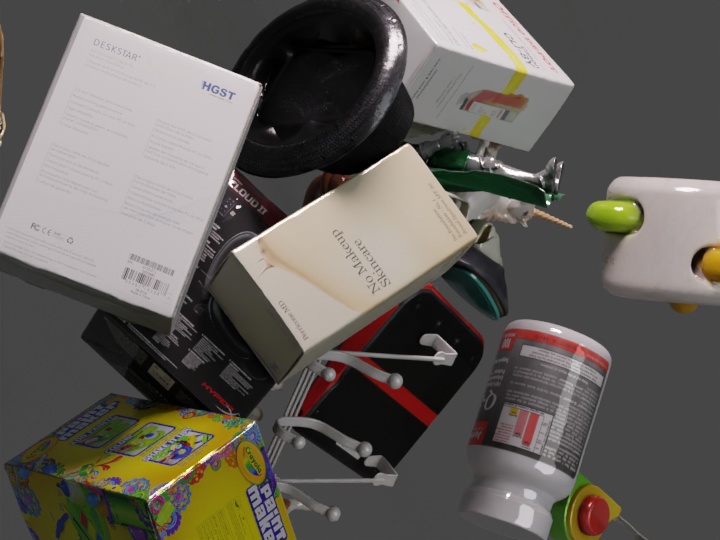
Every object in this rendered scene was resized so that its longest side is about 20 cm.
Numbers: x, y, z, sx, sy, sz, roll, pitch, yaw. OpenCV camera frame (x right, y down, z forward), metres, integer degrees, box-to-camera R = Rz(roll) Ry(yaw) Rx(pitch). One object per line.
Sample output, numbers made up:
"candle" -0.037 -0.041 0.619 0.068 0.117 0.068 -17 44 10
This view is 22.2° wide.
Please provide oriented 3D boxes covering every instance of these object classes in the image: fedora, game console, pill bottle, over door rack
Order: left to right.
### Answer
"fedora" -0.025 -0.139 1.548 0.091 0.199 0.202 40 66 -41
"over door rack" 0.002 0.135 1.576 0.199 0.066 0.149 -3 124 -53
"game console" 0.028 0.099 1.673 0.177 0.031 0.200 -50 148 -1
"pill bottle" 0.170 0.161 1.830 0.116 0.115 0.202 32 71 -42

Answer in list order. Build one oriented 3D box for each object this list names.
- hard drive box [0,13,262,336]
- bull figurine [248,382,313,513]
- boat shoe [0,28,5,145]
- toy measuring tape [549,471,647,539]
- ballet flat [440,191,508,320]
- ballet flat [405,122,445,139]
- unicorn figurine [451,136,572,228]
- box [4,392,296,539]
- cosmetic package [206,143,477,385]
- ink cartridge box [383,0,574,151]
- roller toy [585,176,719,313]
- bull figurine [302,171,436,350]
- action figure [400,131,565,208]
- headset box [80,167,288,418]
"hard drive box" -0.182 -0.073 1.426 0.154 0.077 0.202 21 76 -2
"bull figurine" -0.107 0.187 1.590 0.121 0.065 0.202 -28 115 -45
"boat shoe" -0.302 -0.105 1.359 0.075 0.073 0.203 -1 94 -45
"toy measuring tape" 0.248 0.276 1.953 0.200 0.073 0.074 43 64 -38
"ballet flat" 0.088 -0.026 1.657 0.200 0.073 0.074 40 66 -42
"ballet flat" 0.018 -0.153 1.701 0.199 0.067 0.063 15 113 -42
"unicorn figurine" 0.111 -0.073 1.780 0.199 0.074 0.138 -26 142 -22
"box" -0.154 0.223 1.454 0.122 0.191 0.202 -34 117 -37
"cosmetic package" -0.013 -0.007 1.488 0.199 0.073 0.104 -34 82 -33
"ink cartridge box" 0.079 -0.199 1.678 0.199 0.146 0.084 10 125 -46
"roller toy" 0.350 -0.024 1.945 0.182 0.198 0.142 -1 95 -65
"bull figurine" 0.000 0.000 1.666 0.201 0.065 0.122 54 49 -35
"action figure" 0.082 -0.095 1.659 0.118 0.198 0.055 13 86 -76
"headset box" -0.109 0.026 1.520 0.149 0.077 0.200 42 59 -2
